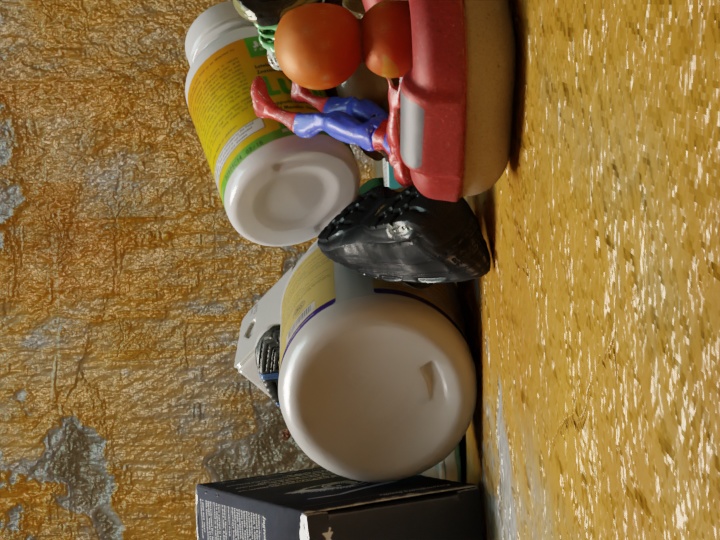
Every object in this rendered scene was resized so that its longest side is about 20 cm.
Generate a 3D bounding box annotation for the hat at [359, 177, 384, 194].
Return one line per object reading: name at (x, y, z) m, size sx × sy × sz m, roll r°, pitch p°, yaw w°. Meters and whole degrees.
hat at (-0.041, -0.001, 1.497) m, size 0.201 × 0.174 × 0.167 m, roll 56°, pitch -130°, yaw -43°

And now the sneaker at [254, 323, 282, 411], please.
sneaker at (-0.011, 0.104, 1.321) m, size 0.076 × 0.199 × 0.077 m, roll -50°, pitch 24°, yaw 14°

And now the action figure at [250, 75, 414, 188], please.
action figure at (0.005, -0.123, 1.075) m, size 0.199 × 0.065 × 0.100 m, roll 30°, pitch 136°, yaw 35°

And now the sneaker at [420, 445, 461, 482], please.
sneaker at (0.019, 0.173, 1.271) m, size 0.080 × 0.129 × 0.202 m, roll -91°, pitch -1°, yaw -67°

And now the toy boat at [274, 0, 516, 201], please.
toy boat at (0.015, -0.133, 0.867) m, size 0.201 × 0.129 × 0.131 m, roll -94°, pitch 2°, yaw -49°

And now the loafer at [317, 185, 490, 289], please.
loafer at (0.026, -0.017, 1.038) m, size 0.071 × 0.068 × 0.200 m, roll 50°, pitch 164°, yaw -14°

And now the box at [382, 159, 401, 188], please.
box at (0.049, -0.019, 1.384) m, size 0.082 × 0.049 × 0.203 m, roll -135°, pitch 43°, yaw -88°

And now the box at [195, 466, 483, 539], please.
box at (-0.019, 0.210, 1.132) m, size 0.199 × 0.146 × 0.106 m, roll -2°, pitch 91°, yaw 62°

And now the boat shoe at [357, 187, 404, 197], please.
boat shoe at (0.000, 0.000, 1.307) m, size 0.201 × 0.068 × 0.074 m, roll 109°, pitch 158°, yaw -46°

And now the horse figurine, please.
horse figurine at (0.009, -0.146, 1.188) m, size 0.202 × 0.050 × 0.133 m, roll 66°, pitch 171°, yaw -1°

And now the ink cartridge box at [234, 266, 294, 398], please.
ink cartridge box at (-0.022, 0.106, 1.522) m, size 0.083 × 0.200 × 0.145 m, roll -47°, pitch 14°, yaw 13°

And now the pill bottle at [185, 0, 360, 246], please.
pill bottle at (-0.080, -0.127, 1.240) m, size 0.112 × 0.110 × 0.201 m, roll 89°, pitch 162°, yaw -49°

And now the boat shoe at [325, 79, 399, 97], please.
boat shoe at (0.006, -0.171, 1.337) m, size 0.068 × 0.071 × 0.200 m, roll 69°, pitch -161°, yaw -2°

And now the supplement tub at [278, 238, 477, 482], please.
supplement tub at (0.010, 0.053, 1.155) m, size 0.200 × 0.144 × 0.147 m, roll -94°, pitch 2°, yaw -68°

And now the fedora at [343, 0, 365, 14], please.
fedora at (0.024, -0.267, 1.285) m, size 0.201 × 0.081 × 0.203 m, roll 177°, pitch 90°, yaw -89°

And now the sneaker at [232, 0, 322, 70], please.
sneaker at (-0.055, -0.193, 1.140) m, size 0.200 × 0.076 × 0.090 m, roll -81°, pitch -13°, yaw -71°
